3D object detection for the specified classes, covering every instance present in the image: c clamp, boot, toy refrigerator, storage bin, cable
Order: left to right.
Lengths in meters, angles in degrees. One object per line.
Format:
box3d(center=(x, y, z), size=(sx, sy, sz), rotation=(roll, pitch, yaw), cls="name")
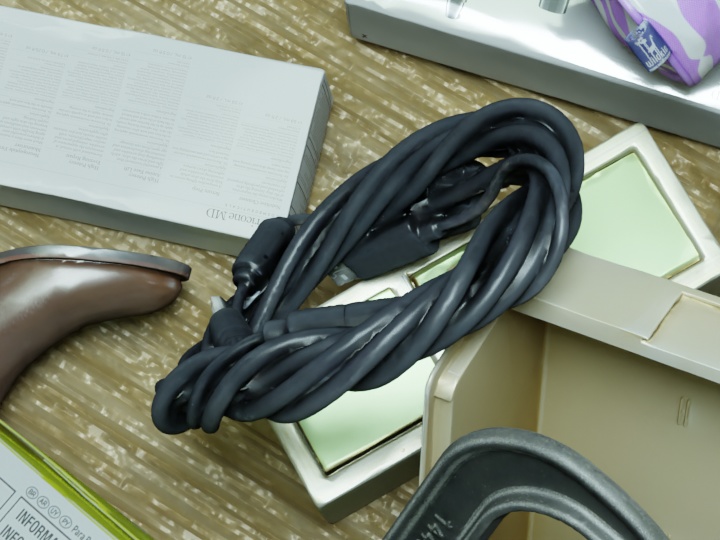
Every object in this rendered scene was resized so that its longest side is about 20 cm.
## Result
box3d(center=(-0.158, 0.094, 0.925), size=(0.185, 0.064, 0.201), rotation=(-6, 80, 2), cls="boot")
box3d(center=(0.000, 0.000, 0.811), size=(0.163, 0.200, 0.051), rotation=(-43, 108, -36), cls="cable")
box3d(center=(0.052, 0.023, 0.918), size=(0.199, 0.070, 0.076), rotation=(-29, 77, -2), cls="toy refrigerator")
box3d(center=(0.074, 0.148, 0.787), size=(0.171, 0.200, 0.027), rotation=(37, 46, 15), cls="c clamp")
box3d(center=(0.129, 0.115, 0.803), size=(0.199, 0.199, 0.094), rotation=(20, 41, 23), cls="storage bin")

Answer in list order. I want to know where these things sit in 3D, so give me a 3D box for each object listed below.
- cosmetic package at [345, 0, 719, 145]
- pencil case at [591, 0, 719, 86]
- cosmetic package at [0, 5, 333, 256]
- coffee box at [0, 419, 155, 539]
box3d(center=(0.101, -0.119, 0.949), size=(0.199, 0.051, 0.083), rotation=(17, 81, 7), cls="cosmetic package")
box3d(center=(0.167, -0.165, 0.868), size=(0.200, 0.084, 0.086), rotation=(-44, 107, 1), cls="pencil case")
box3d(center=(-0.119, -0.064, 0.961), size=(0.199, 0.051, 0.083), rotation=(13, 76, 7), cls="cosmetic package")
box3d(center=(-0.121, 0.190, 0.797), size=(0.200, 0.200, 0.198), rotation=(33, 81, 37), cls="coffee box")
